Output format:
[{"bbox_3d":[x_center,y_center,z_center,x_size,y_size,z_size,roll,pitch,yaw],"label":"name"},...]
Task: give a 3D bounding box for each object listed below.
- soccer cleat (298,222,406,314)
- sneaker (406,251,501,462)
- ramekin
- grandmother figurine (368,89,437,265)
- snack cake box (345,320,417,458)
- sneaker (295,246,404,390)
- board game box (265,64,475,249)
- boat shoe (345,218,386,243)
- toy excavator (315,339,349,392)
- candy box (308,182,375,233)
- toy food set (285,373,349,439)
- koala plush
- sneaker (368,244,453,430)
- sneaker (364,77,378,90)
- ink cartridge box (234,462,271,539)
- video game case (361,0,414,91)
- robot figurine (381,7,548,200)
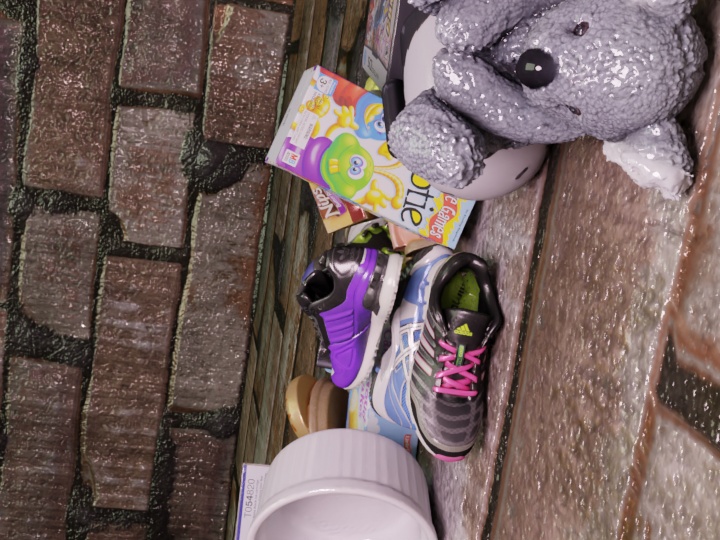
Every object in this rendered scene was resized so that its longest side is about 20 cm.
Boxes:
[{"bbox_3d":[-0.001,-0.001,1.131,0.065,0.199,0.084,45,125,18],"label":"soccer cleat"},{"bbox_3d":[0.088,0.071,0.897,0.088,0.073,0.203,110,168,-69],"label":"sneaker"},{"bbox_3d":[-0.017,0.261,1.023,0.098,0.197,0.202,-86,9,-54],"label":"ramekin"},{"bbox_3d":[0.040,-0.114,1.105,0.121,0.060,0.203,112,142,-74],"label":"grandmother figurine"},{"bbox_3d":[0.031,0.129,1.161,0.115,0.066,0.203,-170,86,-79],"label":"snack cake box"},{"bbox_3d":[-0.022,0.044,1.026,0.070,0.098,0.201,-79,5,-45],"label":"sneaker"},{"bbox_3d":[0.017,-0.113,0.983,0.106,0.198,0.103,-65,14,2],"label":"board game box"},{"bbox_3d":[0.013,-0.005,1.327,0.201,0.074,0.069,97,168,-51],"label":"boat shoe"},{"bbox_3d":[-0.003,0.102,1.327,0.200,0.098,0.198,-69,-13,-83],"label":"toy excavator"},{"bbox_3d":[-0.001,-0.117,1.156,0.118,0.056,0.200,69,-160,-2],"label":"candy box"},{"bbox_3d":[-0.034,0.236,1.246,0.200,0.048,0.201,39,-141,-67],"label":"toy food set"},{"bbox_3d":[0.143,-0.140,0.632,0.199,0.182,0.180,23,117,56],"label":"koala plush"},{"bbox_3d":[0.072,0.074,1.028,0.077,0.075,0.203,28,112,50],"label":"sneaker"},{"bbox_3d":[0.059,-0.234,1.206,0.106,0.075,0.200,-67,27,19],"label":"sneaker"},{"bbox_3d":[-0.051,0.325,1.127,0.041,0.197,0.203,169,108,-77],"label":"ink cartridge box"},{"bbox_3d":[0.037,-0.305,1.065,0.181,0.025,0.203,-109,26,-67],"label":"video game case"},{"bbox_3d":[0.096,-0.161,0.841,0.150,0.123,0.203,130,139,-66],"label":"robot figurine"}]
